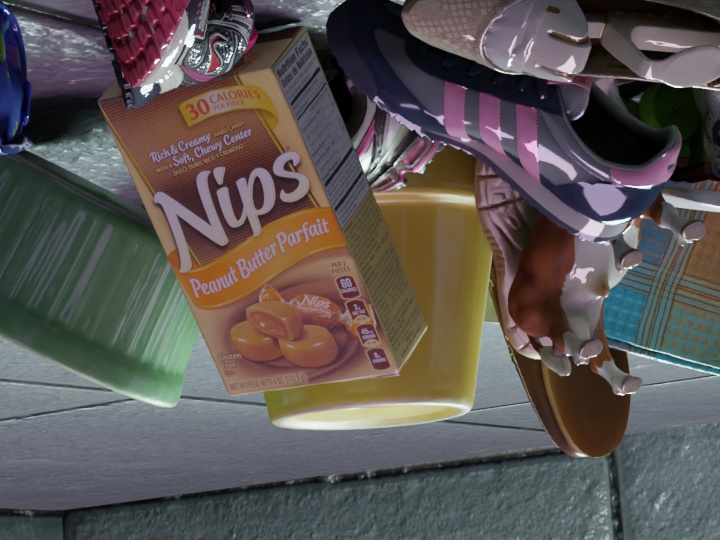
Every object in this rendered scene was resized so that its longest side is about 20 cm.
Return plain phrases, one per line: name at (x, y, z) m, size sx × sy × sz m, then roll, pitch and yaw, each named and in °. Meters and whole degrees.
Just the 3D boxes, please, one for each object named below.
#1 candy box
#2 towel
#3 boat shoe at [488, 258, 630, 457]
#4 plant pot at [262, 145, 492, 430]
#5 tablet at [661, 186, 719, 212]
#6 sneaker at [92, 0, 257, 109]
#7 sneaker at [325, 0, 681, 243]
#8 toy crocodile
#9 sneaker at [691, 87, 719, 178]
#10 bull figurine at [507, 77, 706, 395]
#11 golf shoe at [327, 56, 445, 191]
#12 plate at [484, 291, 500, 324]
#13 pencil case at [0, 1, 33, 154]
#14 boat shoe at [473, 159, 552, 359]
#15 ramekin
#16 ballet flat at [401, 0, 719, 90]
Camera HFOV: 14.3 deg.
candy box at (-0.053, -0.030, 1.612) m, size 0.115 × 0.200 × 0.055 m, roll -9°, pitch -152°, yaw 28°
towel at (0.223, -0.008, 1.881) m, size 0.200 × 0.147 × 0.022 m, roll 16°, pitch -174°, yaw -25°
boat shoe at (0.124, 0.026, 1.900) m, size 0.070 × 0.200 × 0.070 m, roll -13°, pitch -178°, yaw -36°
plant pot at (0.000, 0.000, 1.817) m, size 0.200 × 0.189 × 0.201 m, roll -3°, pitch 170°, yaw -1°
tablet at (0.227, -0.041, 1.731) m, size 0.130 × 0.014 × 0.200 m, roll 5°, pitch -178°, yaw -13°
sneaker at (-0.087, -0.130, 1.359) m, size 0.075 × 0.081 × 0.200 m, roll -18°, pitch 180°, yaw -5°
sneaker at (0.080, -0.097, 1.509) m, size 0.200 × 0.070 × 0.082 m, roll 31°, pitch 135°, yaw -15°
toy crocodile at (0.207, -0.080, 1.803) m, size 0.200 × 0.062 × 0.067 m, roll 3°, pitch 168°, yaw -36°
sneaker at (0.234, -0.093, 1.670) m, size 0.077 × 0.085 × 0.200 m, roll -5°, pitch 170°, yaw 6°
bull figurine at (0.138, -0.025, 1.663) m, size 0.065 × 0.121 × 0.200 m, roll -5°, pitch 131°, yaw -23°
golf shoe at (-0.040, -0.050, 1.676) m, size 0.092 × 0.073 × 0.200 m, roll 23°, pitch 116°, yaw -41°
plate at (0.183, -0.011, 2.015) m, size 0.199 × 0.032 × 0.200 m, roll 3°, pitch -155°, yaw 2°
pencil case at (-0.263, -0.090, 1.488) m, size 0.200 × 0.078 × 0.087 m, roll -6°, pitch 148°, yaw 19°
boat shoe at (0.105, -0.043, 1.751) m, size 0.074 × 0.200 × 0.069 m, roll -3°, pitch -147°, yaw 1°
ramekin at (-0.181, -0.004, 1.764) m, size 0.200 × 0.098 × 0.200 m, roll 28°, pitch -178°, yaw -1°
ballet flat at (0.121, -0.124, 1.455) m, size 0.200 × 0.062 × 0.068 m, roll 0°, pitch 130°, yaw -19°
